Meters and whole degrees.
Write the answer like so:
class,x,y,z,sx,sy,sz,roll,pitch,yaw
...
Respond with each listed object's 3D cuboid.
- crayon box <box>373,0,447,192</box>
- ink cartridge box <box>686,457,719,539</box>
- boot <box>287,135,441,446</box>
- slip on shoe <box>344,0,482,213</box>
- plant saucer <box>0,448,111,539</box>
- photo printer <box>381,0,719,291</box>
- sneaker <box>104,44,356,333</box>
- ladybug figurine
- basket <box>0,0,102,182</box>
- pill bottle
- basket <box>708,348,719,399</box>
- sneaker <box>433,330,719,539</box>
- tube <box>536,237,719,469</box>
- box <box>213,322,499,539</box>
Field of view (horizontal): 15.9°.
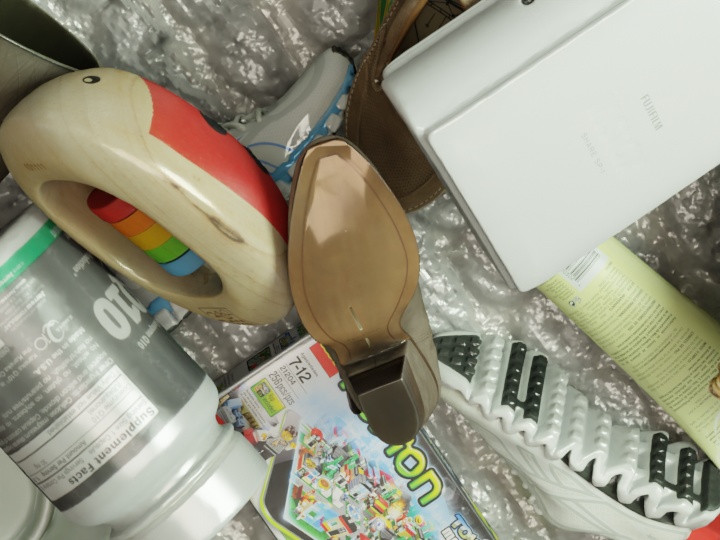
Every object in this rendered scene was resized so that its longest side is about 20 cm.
class,x,y,z,sx,sy,sz,roll,pitch,yaw
crayon box,0.073,-0.137,1.473,0.126,0.051,0.201,4,103,-8
ink cartridge box,0.279,0.161,1.569,0.160,0.050,0.201,29,97,-12
boot,0.000,0.000,1.419,0.070,0.146,0.201,-10,111,2
slip on shoe,0.034,-0.098,1.384,0.076,0.061,0.200,31,135,3
plant saucer,-0.233,0.124,1.504,0.199,0.050,0.201,-1,104,-5
photo printer,0.127,-0.097,1.332,0.200,0.070,0.167,-34,140,0
sneaker,-0.084,-0.058,1.467,0.087,0.075,0.200,40,96,-8
ladybug figurine,-0.104,-0.042,1.379,0.200,0.135,0.072,42,63,-34
basket,-0.268,-0.075,1.413,0.180,0.136,0.200,32,102,-7
pill bottle,-0.152,0.069,1.438,0.113,0.113,0.200,-41,98,5
basket,0.309,0.021,1.427,0.200,0.142,0.150,20,76,-46
sneaker,0.115,0.110,1.529,0.199,0.075,0.081,33,126,-4
tube,0.168,0.034,1.506,0.200,0.058,0.052,41,69,-7
box,-0.004,0.130,1.537,0.110,0.035,0.200,-34,104,2
